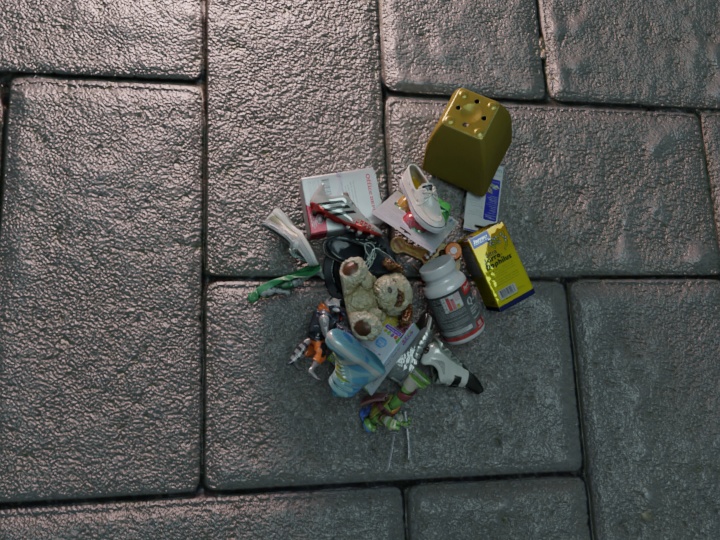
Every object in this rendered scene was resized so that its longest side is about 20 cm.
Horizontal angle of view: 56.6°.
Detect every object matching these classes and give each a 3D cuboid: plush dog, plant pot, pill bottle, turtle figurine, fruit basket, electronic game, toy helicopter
[{"bbox_3d":[0.046,0.069,1.612,0.167,0.161,0.205,-12,74,-5],"label":"plush dog"},{"bbox_3d":[0.280,-0.352,1.734,0.191,0.201,0.198,25,75,15],"label":"plant pot"},{"bbox_3d":[0.227,0.073,1.678,0.114,0.116,0.204,-29,105,-15],"label":"pill bottle"},{"bbox_3d":[0.106,0.349,1.604,0.143,0.201,0.195,25,108,-43],"label":"turtle figurine"},{"bbox_3d":[0.142,-0.130,1.703,0.183,0.095,0.200,32,43,10],"label":"fruit basket"},{"bbox_3d":[0.000,0.000,1.711,0.194,0.042,0.206,0,89,-14],"label":"electronic game"},{"bbox_3d":[0.165,-0.028,1.750,0.196,0.079,0.135,21,84,6],"label":"toy helicopter"}]

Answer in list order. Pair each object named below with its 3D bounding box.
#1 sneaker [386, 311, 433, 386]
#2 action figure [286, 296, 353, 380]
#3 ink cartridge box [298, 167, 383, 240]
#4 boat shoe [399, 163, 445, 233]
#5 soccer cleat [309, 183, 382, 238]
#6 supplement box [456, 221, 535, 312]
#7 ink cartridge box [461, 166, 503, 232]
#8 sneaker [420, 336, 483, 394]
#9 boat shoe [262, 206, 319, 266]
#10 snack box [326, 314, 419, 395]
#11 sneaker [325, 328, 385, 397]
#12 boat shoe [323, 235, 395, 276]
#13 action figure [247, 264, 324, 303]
[{"bbox_3d":[0.105,0.180,1.685,0.113,0.075,0.204,24,76,-2],"label":"sneaker"},{"bbox_3d":[-0.092,0.155,1.589,0.103,0.199,0.198,24,84,-17],"label":"action figure"},{"bbox_3d":[-0.051,-0.170,1.720,0.195,0.086,0.152,-9,82,-14],"label":"ink cartridge box"},{"bbox_3d":[0.158,-0.182,1.643,0.069,0.071,0.203,-4,50,-24],"label":"boat shoe"},{"bbox_3d":[-0.029,-0.144,1.644,0.196,0.069,0.087,23,85,-4],"label":"soccer cleat"},{"bbox_3d":[0.348,-0.009,1.727,0.108,0.109,0.204,-26,94,-7],"label":"supplement box"},{"bbox_3d":[0.330,-0.193,1.819,0.097,0.039,0.205,12,75,-8],"label":"ink cartridge box"},{"bbox_3d":[0.225,0.261,1.683,0.199,0.074,0.089,42,84,-16],"label":"sneaker"},{"bbox_3d":[-0.172,-0.075,1.667,0.064,0.075,0.202,-40,64,-3],"label":"boat shoe"},{"bbox_3d":[0.032,0.183,1.641,0.141,0.053,0.201,30,75,38],"label":"snack box"},{"bbox_3d":[-0.041,0.220,1.500,0.130,0.080,0.199,-41,130,11],"label":"sneaker"},{"bbox_3d":[0.003,-0.036,1.658,0.196,0.062,0.076,25,84,-12],"label":"boat shoe"},{"bbox_3d":[-0.187,0.035,1.657,0.195,0.118,0.056,-20,94,-5],"label":"action figure"}]
